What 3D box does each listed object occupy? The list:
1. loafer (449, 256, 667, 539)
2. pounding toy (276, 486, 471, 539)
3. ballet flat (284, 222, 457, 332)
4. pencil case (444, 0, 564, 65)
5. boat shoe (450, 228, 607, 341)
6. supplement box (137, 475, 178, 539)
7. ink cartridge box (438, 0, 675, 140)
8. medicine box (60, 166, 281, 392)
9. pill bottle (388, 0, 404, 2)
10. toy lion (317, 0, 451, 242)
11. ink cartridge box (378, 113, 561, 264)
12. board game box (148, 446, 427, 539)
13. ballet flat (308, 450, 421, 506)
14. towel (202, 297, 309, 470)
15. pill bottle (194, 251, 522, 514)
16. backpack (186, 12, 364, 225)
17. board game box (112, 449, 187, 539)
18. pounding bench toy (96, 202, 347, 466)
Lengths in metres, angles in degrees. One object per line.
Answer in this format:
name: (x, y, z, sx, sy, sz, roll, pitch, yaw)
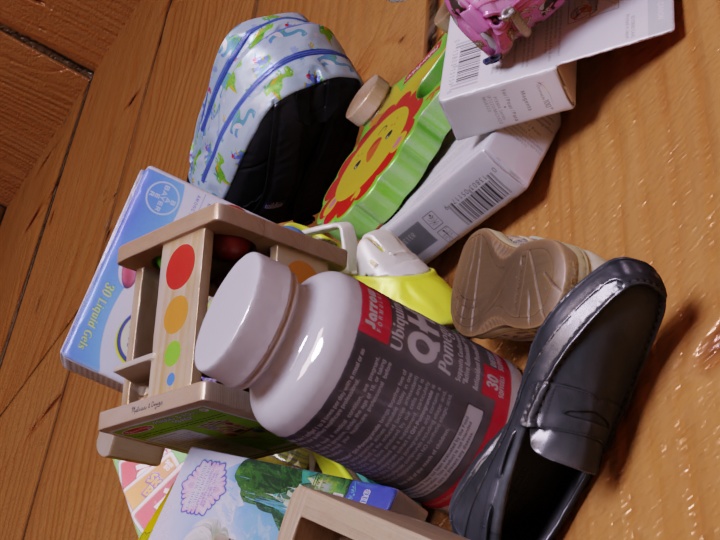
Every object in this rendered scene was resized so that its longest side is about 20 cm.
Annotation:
loafer: (0.117, 0.088, 0.847, 0.202, 0.068, 0.071, -62, 27, 18)
pounding toy: (0.022, 0.240, 0.812, 0.183, 0.141, 0.202, 11, 82, 54)
ballet flat: (0.000, 0.000, 1.134, 0.199, 0.066, 0.068, 13, 108, 49)
pencil case: (0.148, -0.228, 1.034, 0.199, 0.087, 0.083, -35, -20, 1)
boat shoe: (0.112, 0.015, 0.972, 0.200, 0.062, 0.074, -165, 86, -73)
supplement box: (-0.126, 0.259, 1.167, 0.201, 0.108, 0.110, -57, 22, 16)
ink cartridge box: (0.150, -0.193, 1.105, 0.172, 0.044, 0.201, -13, 40, 22)
medicine box: (-0.137, 0.037, 1.329, 0.103, 0.199, 0.184, 137, 156, -77)
pill bottle: (0.092, -0.285, 1.122, 0.198, 0.113, 0.113, -19, 37, 16)
toy lion: (0.040, -0.117, 1.228, 0.200, 0.068, 0.192, -44, 18, 35)
ink cartridge box: (0.102, -0.103, 1.180, 0.162, 0.057, 0.200, -39, 10, 49)
board game box: (-0.076, 0.224, 0.980, 0.198, 0.041, 0.201, 3, 61, 42)
ballet flat: (-0.008, 0.144, 1.086, 0.200, 0.066, 0.068, -122, 46, -60)
towel: (-0.081, 0.079, 1.214, 0.199, 0.023, 0.144, 17, 68, 27)
pill bottle: (-0.001, 0.068, 0.963, 0.111, 0.199, 0.111, -49, 25, 32)
backpack: (-0.075, -0.137, 1.383, 0.155, 0.162, 0.200, 70, 156, 15)
board game box: (-0.105, 0.133, 1.227, 0.199, 0.030, 0.096, -29, 56, 4)
pounding bench toy: (-0.121, 0.050, 1.104, 0.199, 0.124, 0.157, -20, 60, 43)
